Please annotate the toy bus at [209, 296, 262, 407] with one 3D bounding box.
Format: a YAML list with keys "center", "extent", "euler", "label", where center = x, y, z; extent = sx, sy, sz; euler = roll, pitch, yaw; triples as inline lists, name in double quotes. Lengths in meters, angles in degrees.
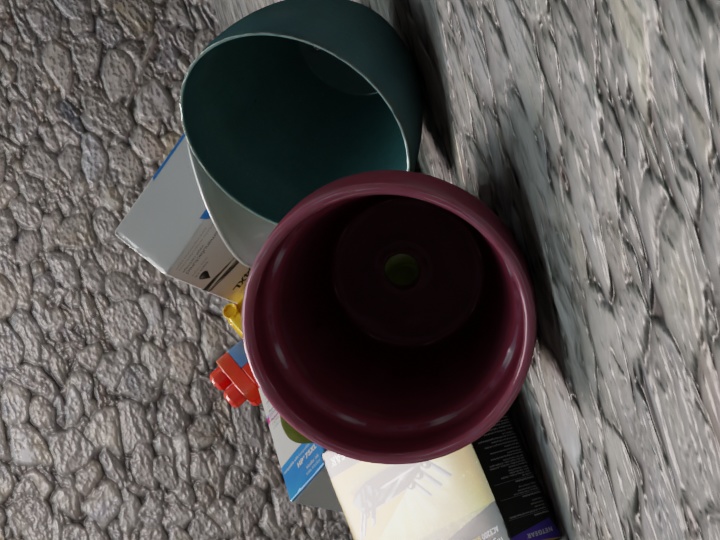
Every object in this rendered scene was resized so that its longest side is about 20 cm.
- center: [-0.055, 0.089, 1.812]
  extent: [0.200, 0.192, 0.136]
  euler: [43, 172, 29]
  label: "toy bus"

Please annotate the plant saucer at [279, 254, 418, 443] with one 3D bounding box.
- center: [0.002, 0.057, 1.406]
  extent: [0.031, 0.200, 0.200]
  euler: [24, 147, 23]
  label: "plant saucer"

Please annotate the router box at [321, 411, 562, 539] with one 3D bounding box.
- center: [0.060, 0.181, 1.390]
  extent: [0.200, 0.052, 0.158]
  euler: [-43, 65, 49]
  label: "router box"

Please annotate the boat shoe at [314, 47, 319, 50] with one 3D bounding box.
- center: [0.000, -0.122, 1.531]
  extent: [0.200, 0.073, 0.063]
  euler: [66, -166, 10]
  label: "boat shoe"

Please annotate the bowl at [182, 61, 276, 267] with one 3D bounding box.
- center: [-0.086, -0.110, 1.593]
  extent: [0.201, 0.090, 0.202]
  euler: [-15, -90, -77]
  label: "bowl"

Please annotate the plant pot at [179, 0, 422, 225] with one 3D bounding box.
- center: [-0.031, -0.148, 1.411]
  extent: [0.135, 0.200, 0.200]
  euler: [-62, -28, -43]
  label: "plant pot"

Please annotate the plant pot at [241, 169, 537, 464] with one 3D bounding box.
- center: [0.028, 0.018, 1.225]
  extent: [0.179, 0.199, 0.201]
  euler: [-62, -40, -75]
  label: "plant pot"

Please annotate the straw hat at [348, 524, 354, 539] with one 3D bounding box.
- center: [0.067, 0.270, 1.817]
  extent: [0.201, 0.085, 0.201]
  euler: [54, -161, -28]
  label: "straw hat"

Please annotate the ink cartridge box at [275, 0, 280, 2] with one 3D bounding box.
- center: [-0.061, -0.290, 1.862]
  extent: [0.174, 0.043, 0.200]
  euler: [86, 167, -66]
  label: "ink cartridge box"

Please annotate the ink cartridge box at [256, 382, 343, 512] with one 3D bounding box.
- center: [-0.026, 0.133, 1.633]
  extent: [0.067, 0.116, 0.200]
  euler: [-51, 40, 31]
  label: "ink cartridge box"

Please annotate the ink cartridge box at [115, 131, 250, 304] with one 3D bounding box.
- center: [-0.144, -0.055, 1.793]
  extent: [0.084, 0.146, 0.200]
  euler: [37, -176, 25]
  label: "ink cartridge box"
